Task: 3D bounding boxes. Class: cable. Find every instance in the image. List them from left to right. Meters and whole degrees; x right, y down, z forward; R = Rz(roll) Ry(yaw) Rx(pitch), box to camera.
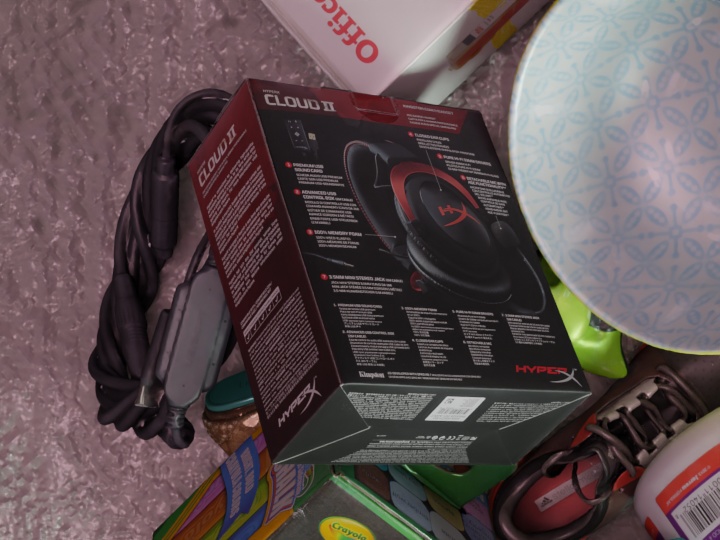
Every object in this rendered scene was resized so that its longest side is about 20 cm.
[{"bbox_3d":[-0.101,-0.004,0.999,0.051,0.163,0.200,12,92,-25],"label":"cable"}]

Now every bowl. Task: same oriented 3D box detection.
[{"bbox_3d":[0.185,-0.066,0.884,0.200,0.108,0.201,13,111,37],"label":"bowl"}]

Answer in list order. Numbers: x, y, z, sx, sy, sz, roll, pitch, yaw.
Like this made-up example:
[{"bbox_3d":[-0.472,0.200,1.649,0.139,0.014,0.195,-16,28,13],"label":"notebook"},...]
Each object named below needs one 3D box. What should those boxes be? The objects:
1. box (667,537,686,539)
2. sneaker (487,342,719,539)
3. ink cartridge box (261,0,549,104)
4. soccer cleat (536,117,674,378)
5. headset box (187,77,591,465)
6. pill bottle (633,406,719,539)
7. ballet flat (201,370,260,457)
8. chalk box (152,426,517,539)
[{"bbox_3d":[0.076,0.199,0.888,0.200,0.049,0.082,-13,116,3],"label":"box"},{"bbox_3d":[0.153,0.094,0.975,0.200,0.082,0.077,-44,83,9],"label":"sneaker"},{"bbox_3d":[0.040,-0.198,0.983,0.200,0.083,0.145,-43,71,9],"label":"ink cartridge box"},{"bbox_3d":[0.157,-0.036,0.981,0.081,0.068,0.200,30,83,-13],"label":"soccer cleat"},{"bbox_3d":[0.009,-0.006,0.885,0.075,0.148,0.200,-50,48,42],"label":"headset box"},{"bbox_3d":[0.236,0.164,0.904,0.112,0.112,0.200,-38,65,9],"label":"pill bottle"},{"bbox_3d":[0.008,0.069,1.022,0.200,0.071,0.065,-18,114,13],"label":"ballet flat"},{"bbox_3d":[-0.007,0.144,0.954,0.125,0.124,0.200,40,107,-19],"label":"chalk box"}]
